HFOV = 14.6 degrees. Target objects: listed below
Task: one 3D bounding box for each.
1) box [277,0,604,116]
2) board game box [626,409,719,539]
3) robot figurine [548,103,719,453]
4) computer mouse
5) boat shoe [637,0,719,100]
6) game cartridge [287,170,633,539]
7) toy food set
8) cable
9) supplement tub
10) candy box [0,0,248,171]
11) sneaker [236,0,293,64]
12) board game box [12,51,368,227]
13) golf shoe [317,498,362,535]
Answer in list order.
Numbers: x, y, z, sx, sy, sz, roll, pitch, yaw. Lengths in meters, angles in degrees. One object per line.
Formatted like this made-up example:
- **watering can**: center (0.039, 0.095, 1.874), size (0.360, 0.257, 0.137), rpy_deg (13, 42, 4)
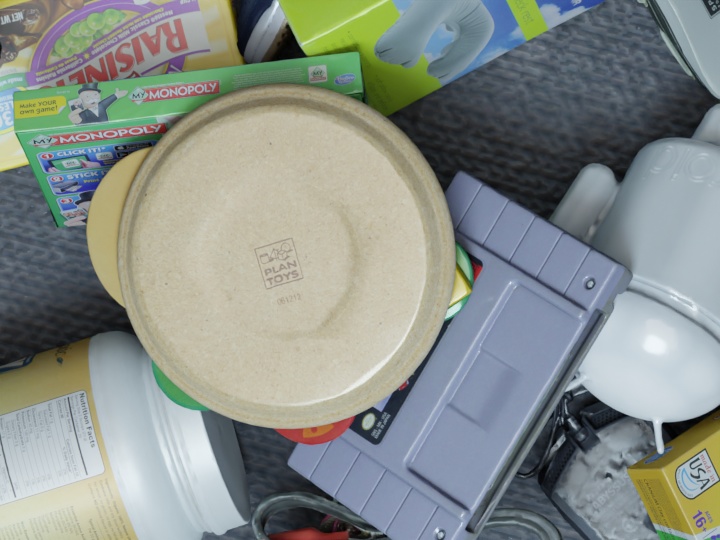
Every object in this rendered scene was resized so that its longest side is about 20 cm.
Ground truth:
- **box**: center (0.062, -0.167, 1.631), size (0.199, 0.122, 0.048), rpy_deg (-28, 62, 5)
- **board game box**: center (0.271, 0.134, 1.659), size (0.200, 0.040, 0.153), rpy_deg (-31, 99, -25)
- **robot figurine**: center (0.186, 0.003, 1.636), size (0.169, 0.113, 0.201), rpy_deg (26, 72, 7)
- **computer mouse**: center (0.172, 0.131, 1.709), size (0.138, 0.053, 0.200), rpy_deg (-36, 86, 3)
- **boat shoe**: center (0.180, -0.187, 1.638), size (0.071, 0.064, 0.201), rpy_deg (-29, 109, -11)
- **game cartridge**: center (0.052, 0.055, 1.601), size (0.129, 0.038, 0.200), rpy_deg (32, 93, 29)
- **toy food set**: center (-0.043, -0.004, 1.578), size (0.200, 0.049, 0.198), rpy_deg (-32, 90, 9)
- **cable**: center (0.016, 0.163, 1.642), size (0.199, 0.050, 0.098), rpy_deg (-16, 77, 2)
- **supplement tub**: center (-0.177, 0.120, 1.668), size (0.199, 0.145, 0.145), rpy_deg (-17, 97, 4)
- **candy box**: center (-0.169, -0.123, 1.692), size (0.199, 0.026, 0.103), rpy_deg (-14, 100, 4)
- **sneaker**: center (-0.063, -0.227, 1.652), size (0.108, 0.070, 0.201), rpy_deg (20, 98, 1)
- **board game box**: center (-0.092, -0.074, 1.645), size (0.199, 0.135, 0.029), rpy_deg (-6, 65, 2)
- **golf shoe**: center (0.018, 0.114, 1.694), size (0.072, 0.092, 0.201), rpy_deg (15, 102, 23)
